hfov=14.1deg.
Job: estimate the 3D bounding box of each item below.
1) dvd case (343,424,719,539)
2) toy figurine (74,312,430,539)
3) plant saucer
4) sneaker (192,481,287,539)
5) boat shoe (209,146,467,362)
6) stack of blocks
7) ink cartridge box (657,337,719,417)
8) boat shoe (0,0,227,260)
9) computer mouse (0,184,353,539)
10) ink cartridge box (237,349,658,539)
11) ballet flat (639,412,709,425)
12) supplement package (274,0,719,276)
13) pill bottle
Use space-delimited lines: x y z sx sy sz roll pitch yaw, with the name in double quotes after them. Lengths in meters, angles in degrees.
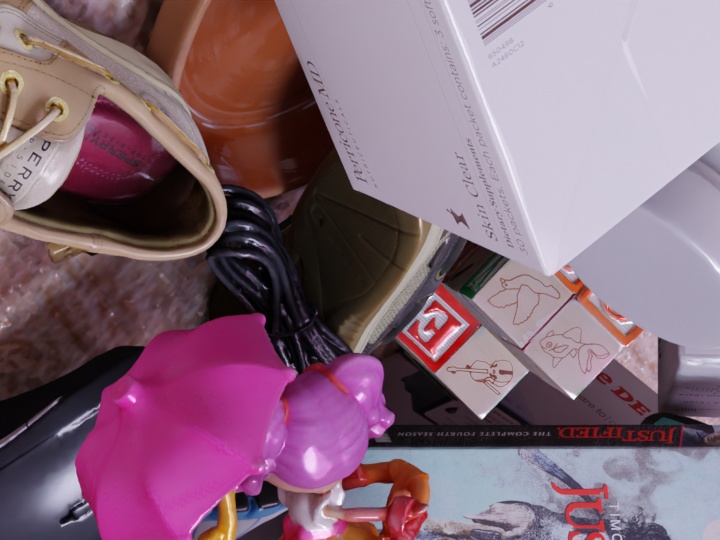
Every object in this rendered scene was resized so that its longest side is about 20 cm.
0.091 0.128 1.221 0.022 0.199 0.146 -73 159 -58 "dvd case"
-0.028 0.099 1.059 0.200 0.150 0.184 -20 122 -27 "toy figurine"
-0.004 -0.113 1.073 0.200 0.032 0.200 -38 156 -21 "plant saucer"
-0.097 0.105 1.226 0.200 0.075 0.087 -22 154 -29 "sneaker"
0.000 -0.001 1.152 0.066 0.072 0.201 -23 165 -30 "boat shoe"
0.068 0.000 1.206 0.115 0.059 0.200 -46 -170 -2 "stack of blocks"
0.153 -0.032 1.288 0.045 0.201 0.176 1 164 1 "ink cartridge box"
-0.112 -0.050 0.926 0.200 0.066 0.074 15 119 -51 "boat shoe"
-0.101 0.050 1.084 0.200 0.046 0.141 -21 128 0 "computer mouse"
0.058 0.107 1.372 0.200 0.146 0.086 -23 142 -43 "ink cartridge box"
0.133 0.141 1.293 0.068 0.068 0.200 -26 140 -40 "ballet flat"
0.052 -0.131 0.939 0.156 0.111 0.200 -37 124 -21 "supplement package"
0.157 -0.071 1.072 0.200 0.113 0.113 -51 159 -23 "pill bottle"
